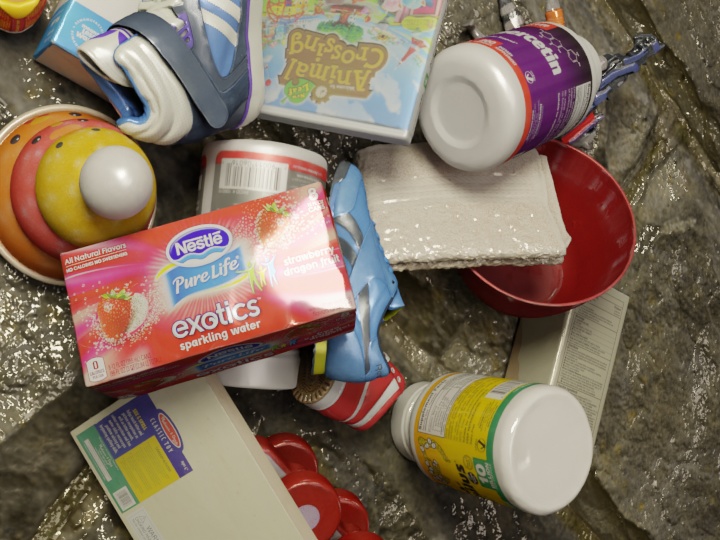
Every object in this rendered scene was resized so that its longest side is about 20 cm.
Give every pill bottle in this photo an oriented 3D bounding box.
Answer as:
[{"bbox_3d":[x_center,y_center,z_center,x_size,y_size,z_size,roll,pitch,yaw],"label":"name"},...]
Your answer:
[{"bbox_3d":[0.150,-0.171,0.835,0.199,0.111,0.114,-28,104,-43],"label":"pill bottle"},{"bbox_3d":[0.116,0.158,0.847,0.111,0.199,0.115,0,89,-32],"label":"pill bottle"},{"bbox_3d":[-0.092,-0.003,0.768,0.112,0.113,0.204,7,86,-31],"label":"pill bottle"}]

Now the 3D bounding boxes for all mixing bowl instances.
[{"bbox_3d":[0.174,-0.027,0.915,0.196,0.109,0.203,3,59,-4],"label":"mixing bowl"}]

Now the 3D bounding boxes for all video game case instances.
[{"bbox_3d":[-0.026,-0.216,0.784,0.022,0.197,0.185,43,61,-70],"label":"video game case"}]

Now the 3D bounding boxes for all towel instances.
[{"bbox_3d":[0.097,-0.063,0.843,0.196,0.035,0.134,-3,59,-10],"label":"towel"}]

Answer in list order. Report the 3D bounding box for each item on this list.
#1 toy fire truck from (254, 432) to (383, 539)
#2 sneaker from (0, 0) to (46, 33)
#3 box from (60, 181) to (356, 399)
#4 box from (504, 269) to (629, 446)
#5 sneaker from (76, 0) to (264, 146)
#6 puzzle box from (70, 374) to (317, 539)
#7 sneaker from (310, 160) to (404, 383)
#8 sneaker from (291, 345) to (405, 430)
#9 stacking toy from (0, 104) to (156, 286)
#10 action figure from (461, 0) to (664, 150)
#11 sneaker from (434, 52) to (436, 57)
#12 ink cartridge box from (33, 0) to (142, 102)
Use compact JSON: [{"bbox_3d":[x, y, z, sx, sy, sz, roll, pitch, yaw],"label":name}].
[{"bbox_3d":[-0.075,0.257,0.791,0.168,0.112,0.201,-42,110,-5],"label":"toy fire truck"},{"bbox_3d":[-0.273,-0.291,0.679,0.072,0.077,0.204,-14,96,-29],"label":"sneaker"},{"bbox_3d":[-0.108,0.018,0.654,0.197,0.096,0.101,-15,77,-5],"label":"box"},{"bbox_3d":[0.224,0.108,0.987,0.094,0.077,0.203,24,77,-29],"label":"box"},{"bbox_3d":[-0.147,-0.196,0.661,0.145,0.080,0.204,-20,109,-48],"label":"sneaker"},{"bbox_3d":[-0.133,0.181,0.718,0.132,0.025,0.202,-31,90,14],"label":"puzzle box"},{"bbox_3d":[0.000,0.000,0.773,0.077,0.066,0.204,4,67,-2],"label":"sneaker"},{"bbox_3d":[-0.002,0.054,0.852,0.112,0.070,0.203,42,52,-44],"label":"sneaker"},{"bbox_3d":[-0.195,-0.062,0.653,0.144,0.199,0.149,0,90,-32],"label":"stacking toy"},{"bbox_3d":[0.225,-0.228,0.979,0.198,0.105,0.195,-31,112,-3],"label":"action figure"},{"bbox_3d":[0.007,-0.252,0.856,0.078,0.096,0.203,-2,65,-22],"label":"sneaker"},{"bbox_3d":[-0.176,-0.243,0.743,0.115,0.067,0.203,27,75,-30],"label":"ink cartridge box"}]
